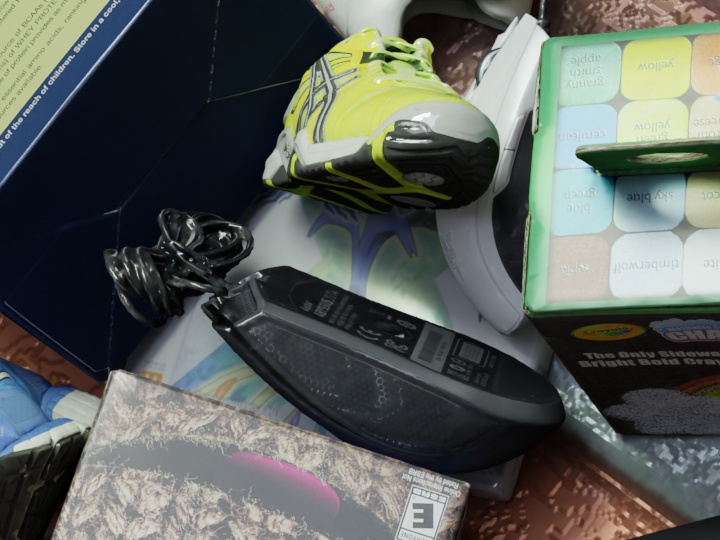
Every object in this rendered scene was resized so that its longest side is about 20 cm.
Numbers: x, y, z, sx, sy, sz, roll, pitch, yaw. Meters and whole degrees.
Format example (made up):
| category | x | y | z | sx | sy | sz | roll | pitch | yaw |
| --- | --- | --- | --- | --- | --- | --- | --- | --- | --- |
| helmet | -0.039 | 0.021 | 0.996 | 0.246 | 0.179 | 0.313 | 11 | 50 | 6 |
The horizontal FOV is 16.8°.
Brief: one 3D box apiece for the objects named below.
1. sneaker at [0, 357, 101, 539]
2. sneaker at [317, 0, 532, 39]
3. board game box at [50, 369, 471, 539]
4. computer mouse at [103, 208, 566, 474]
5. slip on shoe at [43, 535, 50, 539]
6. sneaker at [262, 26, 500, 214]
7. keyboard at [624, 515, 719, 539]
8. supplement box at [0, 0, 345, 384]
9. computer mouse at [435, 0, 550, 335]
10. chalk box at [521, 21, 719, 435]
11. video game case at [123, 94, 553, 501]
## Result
| category | x | y | z | sx | sy | sz | roll | pitch | yaw |
| --- | --- | --- | --- | --- | --- | --- | --- | --- | --- |
| sneaker | -0.167 | 0.078 | 1.053 | 0.089 | 0.200 | 0.079 | 26 | 91 | -6 |
| sneaker | 0.066 | -0.165 | 1.148 | 0.200 | 0.078 | 0.099 | -32 | 86 | -1 |
| board game box | -0.059 | 0.166 | 1.010 | 0.159 | 0.097 | 0.200 | 17 | 75 | 5 |
| computer mouse | -0.011 | 0.040 | 1.039 | 0.200 | 0.138 | 0.053 | 23 | 103 | 7 |
| slip on shoe | -0.145 | 0.154 | 1.093 | 0.200 | 0.061 | 0.076 | 27 | 80 | 26 |
| sneaker | 0.005 | -0.068 | 1.033 | 0.075 | 0.200 | 0.077 | 14 | 87 | -19 |
| keyboard | 0.176 | 0.139 | 0.990 | 0.200 | 0.040 | 0.104 | -17 | 63 | 15 |
| supplement box | -0.150 | -0.095 | 1.140 | 0.200 | 0.134 | 0.200 | 35 | 84 | 39 |
| computer mouse | 0.061 | -0.073 | 1.051 | 0.044 | 0.110 | 0.200 | 7 | 86 | -15 |
| chalk box | 0.140 | -0.023 | 0.977 | 0.125 | 0.200 | 0.124 | -2 | 67 | 19 |
| video game case | 0.000 | 0.000 | 1.124 | 0.200 | 0.022 | 0.183 | 10 | 73 | 24 |
